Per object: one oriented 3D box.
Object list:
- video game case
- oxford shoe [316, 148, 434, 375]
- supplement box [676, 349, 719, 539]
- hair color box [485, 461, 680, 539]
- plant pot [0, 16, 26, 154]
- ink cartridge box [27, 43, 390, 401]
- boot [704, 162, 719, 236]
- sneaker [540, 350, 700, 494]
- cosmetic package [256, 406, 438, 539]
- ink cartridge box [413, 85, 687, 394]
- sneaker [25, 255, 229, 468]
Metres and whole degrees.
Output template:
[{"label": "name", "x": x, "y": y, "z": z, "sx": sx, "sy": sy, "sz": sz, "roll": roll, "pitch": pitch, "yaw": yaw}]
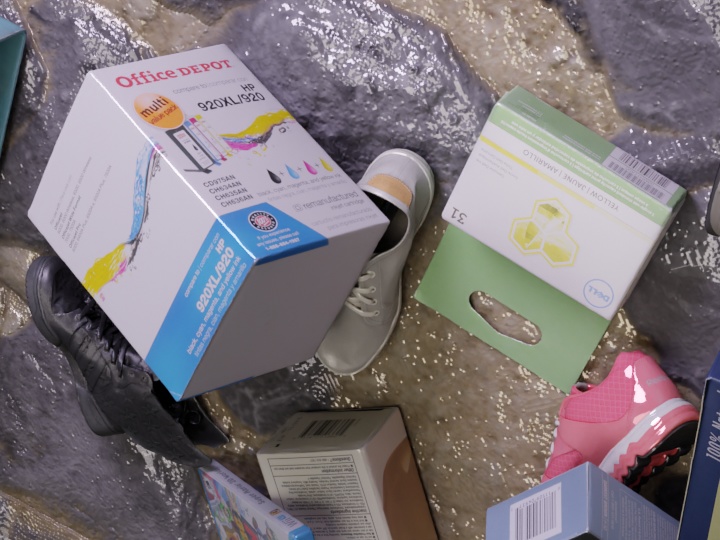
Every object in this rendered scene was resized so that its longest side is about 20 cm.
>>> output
[{"label": "video game case", "x": -0.068, "y": 0.242, "z": 1.641, "sx": 0.200, "sy": 0.018, "sz": 0.144, "roll": 23, "pitch": 132, "yaw": 61}, {"label": "oxford shoe", "x": 0.000, "y": 0.000, "z": 1.528, "sx": 0.075, "sy": 0.058, "sz": 0.201, "roll": 28, "pitch": 126, "yaw": 10}, {"label": "supplement box", "x": 0.327, "y": 0.122, "z": 1.337, "sx": 0.198, "sy": 0.135, "sz": 0.201, "roll": 19, "pitch": 139, "yaw": 18}, {"label": "hair color box", "x": 0.191, "y": 0.221, "z": 1.479, "sx": 0.199, "sy": 0.061, "sz": 0.099, "roll": 34, "pitch": 133, "yaw": -32}, {"label": "plant pot", "x": -0.392, "y": -0.160, "z": 1.609, "sx": 0.199, "sy": 0.141, "sz": 0.142, "roll": 33, "pitch": 126, "yaw": 18}, {"label": "ink cartridge box", "x": -0.113, "y": -0.039, "z": 1.479, "sx": 0.200, "sy": 0.147, "sz": 0.145, "roll": 47, "pitch": 128, "yaw": 23}, {"label": "boot", "x": 0.316, "y": -0.082, "z": 1.308, "sx": 0.153, "sy": 0.074, "sz": 0.205, "roll": 24, "pitch": 130, "yaw": 13}, {"label": "sneaker", "x": 0.173, "y": 0.130, "z": 1.508, "sx": 0.200, "sy": 0.073, "sz": 0.087, "roll": -49, "pitch": 60, "yaw": 42}, {"label": "cosmetic package", "x": 0.001, "y": 0.214, "z": 1.626, "sx": 0.104, "sy": 0.071, "sz": 0.202, "roll": -4, "pitch": 112, "yaw": 30}, {"label": "ink cartridge box", "x": 0.125, "y": -0.011, "z": 1.462, "sx": 0.145, "sy": 0.048, "sz": 0.201, "roll": 32, "pitch": 123, "yaw": 9}, {"label": "sneaker", "x": -0.190, "y": 0.072, "z": 1.667, "sx": 0.103, "sy": 0.060, "sz": 0.201, "roll": -7, "pitch": 116, "yaw": 32}]
